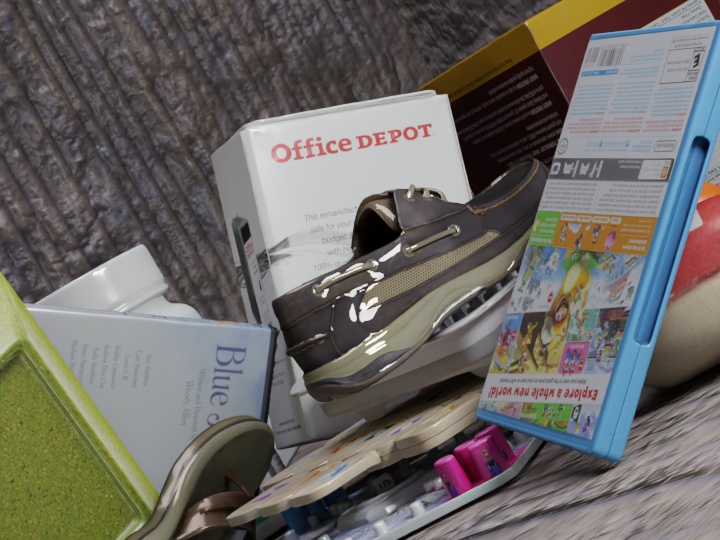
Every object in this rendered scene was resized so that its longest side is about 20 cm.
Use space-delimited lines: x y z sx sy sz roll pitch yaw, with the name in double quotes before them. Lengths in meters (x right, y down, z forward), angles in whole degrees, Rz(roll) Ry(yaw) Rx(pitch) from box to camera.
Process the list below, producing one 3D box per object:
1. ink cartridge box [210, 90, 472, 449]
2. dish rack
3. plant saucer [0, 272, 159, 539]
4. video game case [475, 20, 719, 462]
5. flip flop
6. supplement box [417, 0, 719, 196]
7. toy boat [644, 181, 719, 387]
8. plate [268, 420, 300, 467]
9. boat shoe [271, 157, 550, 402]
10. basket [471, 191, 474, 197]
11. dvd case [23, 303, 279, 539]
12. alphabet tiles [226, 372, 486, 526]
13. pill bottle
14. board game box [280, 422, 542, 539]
"ink cartridge box" 0.000 0.000 1.424 0.145 0.202 0.083 -11 -5 -21
"dish rack" 0.065 0.023 1.262 0.171 0.044 0.200 -39 7 -35
"plant saucer" -0.207 0.133 1.236 0.048 0.200 0.200 -3 37 52
"video game case" 0.115 -0.017 1.047 0.143 0.018 0.202 9 81 71
"flip flop" -0.093 0.158 1.268 0.057 0.082 0.200 15 32 17
"supplement box" 0.169 -0.082 1.480 0.132 0.201 0.197 -30 2 -21
"toy boat" 0.164 -0.027 1.113 0.130 0.131 0.200 -30 4 8
"plate" -0.058 0.089 1.661 0.201 0.032 0.200 -61 10 -15
"boat shoe" 0.032 -0.012 1.173 0.200 0.074 0.074 -40 9 -36
"basket" 0.113 -0.016 1.685 0.199 0.136 0.123 -28 6 30
"dvd case" -0.151 0.096 1.328 0.198 0.144 0.018 6 3 -22
"alphabet tiles" 0.023 0.089 1.235 0.195 0.015 0.200 -31 2 -31
"pill bottle" -0.130 0.093 1.427 0.112 0.201 0.113 -29 1 1
"board game box" 0.016 0.118 1.212 0.199 0.026 0.200 -29 2 20
